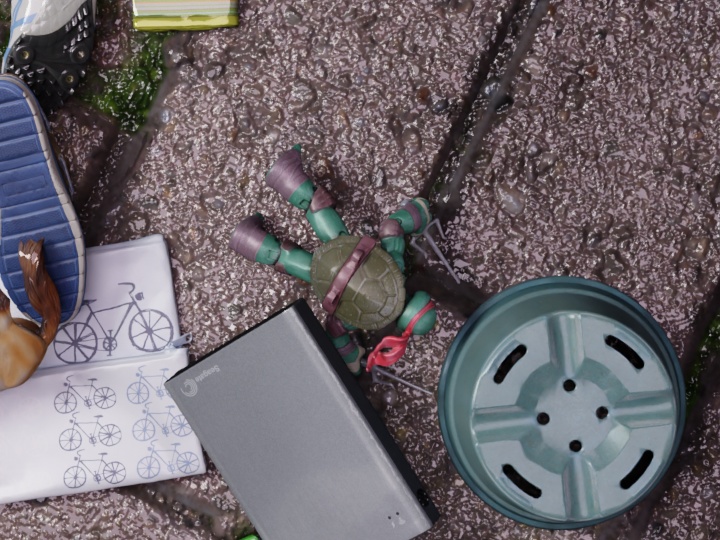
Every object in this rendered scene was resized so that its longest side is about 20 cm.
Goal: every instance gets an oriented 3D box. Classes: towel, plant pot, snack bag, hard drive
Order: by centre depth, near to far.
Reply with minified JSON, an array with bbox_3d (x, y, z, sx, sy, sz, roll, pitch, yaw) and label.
[{"bbox_3d":[0.154,0.103,1.497,0.198,0.196,0.202,0,88,3],"label":"plant pot"},{"bbox_3d":[-0.046,0.137,1.553,0.139,0.033,0.201,-30,94,29],"label":"hard drive"},{"bbox_3d":[-0.226,0.077,1.605,0.187,0.021,0.202,-8,89,4],"label":"snack bag"},{"bbox_3d":[-0.142,-0.293,1.608,0.085,0.018,0.202,-1,88,-2],"label":"towel"}]

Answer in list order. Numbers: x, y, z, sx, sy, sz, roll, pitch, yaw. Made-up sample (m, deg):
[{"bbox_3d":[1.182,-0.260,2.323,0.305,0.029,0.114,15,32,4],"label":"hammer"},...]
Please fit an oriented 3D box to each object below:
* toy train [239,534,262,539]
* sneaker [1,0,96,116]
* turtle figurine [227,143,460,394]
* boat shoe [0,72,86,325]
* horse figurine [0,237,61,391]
[{"bbox_3d":[-0.068,0.304,1.586,0.056,0.042,0.202,-21,88,-8],"label":"toy train"},{"bbox_3d":[-0.247,-0.219,1.596,0.071,0.072,0.202,7,103,-24],"label":"sneaker"},{"bbox_3d":[0.000,0.000,1.559,0.199,0.101,0.150,36,92,9],"label":"turtle figurine"},{"bbox_3d":[-0.252,-0.058,1.571,0.071,0.072,0.202,-7,106,6],"label":"boat shoe"},{"bbox_3d":[-0.303,0.062,1.551,0.199,0.050,0.133,-34,120,11],"label":"horse figurine"}]
